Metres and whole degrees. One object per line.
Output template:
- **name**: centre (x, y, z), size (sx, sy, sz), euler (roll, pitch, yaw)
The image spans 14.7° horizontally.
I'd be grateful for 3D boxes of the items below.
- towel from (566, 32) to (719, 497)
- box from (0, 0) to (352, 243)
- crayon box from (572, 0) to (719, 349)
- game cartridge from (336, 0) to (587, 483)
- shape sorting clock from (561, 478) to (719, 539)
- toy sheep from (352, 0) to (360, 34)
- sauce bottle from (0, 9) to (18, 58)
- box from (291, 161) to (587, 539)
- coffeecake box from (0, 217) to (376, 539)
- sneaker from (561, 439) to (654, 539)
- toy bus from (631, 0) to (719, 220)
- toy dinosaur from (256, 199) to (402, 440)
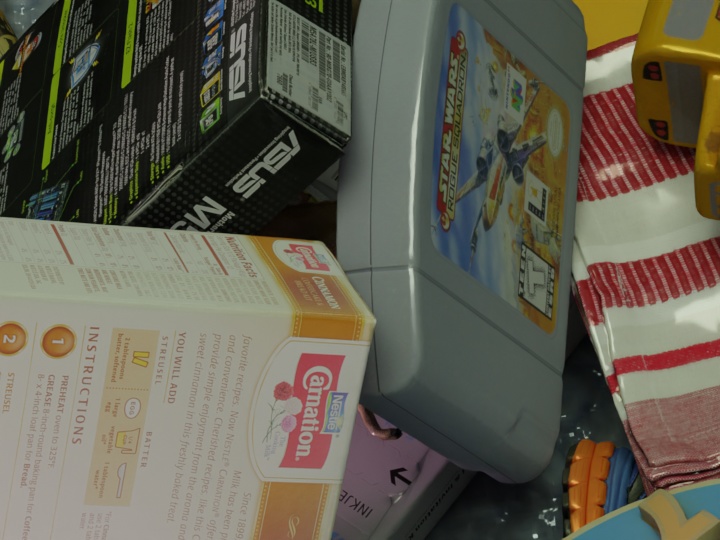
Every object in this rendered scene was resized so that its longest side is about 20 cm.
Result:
- **towel**: centre (0.148, -0.018, 1.083), size (0.144, 0.023, 0.200), euler (-18, 59, 0)
- **box**: centre (-0.079, -0.064, 1.064), size (0.193, 0.047, 0.200), euler (-44, 30, 32)
- **crayon box**: centre (0.165, -0.049, 1.143), size (0.118, 0.058, 0.200), euler (-23, 59, -3)
- **game cartridge**: centre (0.038, -0.035, 1.033), size (0.041, 0.133, 0.201), euler (-4, 69, 25)
- **shape sorting clock**: centre (0.118, 0.137, 0.946), size (0.199, 0.039, 0.200), euler (-13, 38, 10)
- **toy sheep**: centre (-0.058, -0.160, 1.203), size (0.200, 0.138, 0.138), euler (30, 69, 24)
- **sauce bottle**: centre (-0.165, -0.065, 1.209), size (0.065, 0.065, 0.200), euler (-27, 61, -6)
- **box**: centre (-0.020, 0.042, 1.134), size (0.156, 0.041, 0.200), euler (31, 69, 24)
- **coffeecake box**: centre (-0.110, 0.065, 0.950), size (0.199, 0.154, 0.073), euler (4, 22, -19)
- **sneaker**: centre (0.117, 0.150, 1.031), size (0.078, 0.075, 0.201), euler (-4, 61, 4)
- **toy bus**: centre (0.158, -0.109, 1.087), size (0.078, 0.065, 0.200), euler (10, 60, 16)
- **toy dinosaur**: centre (0.000, 0.000, 1.098), size (0.101, 0.058, 0.200), euler (31, 70, 25)
